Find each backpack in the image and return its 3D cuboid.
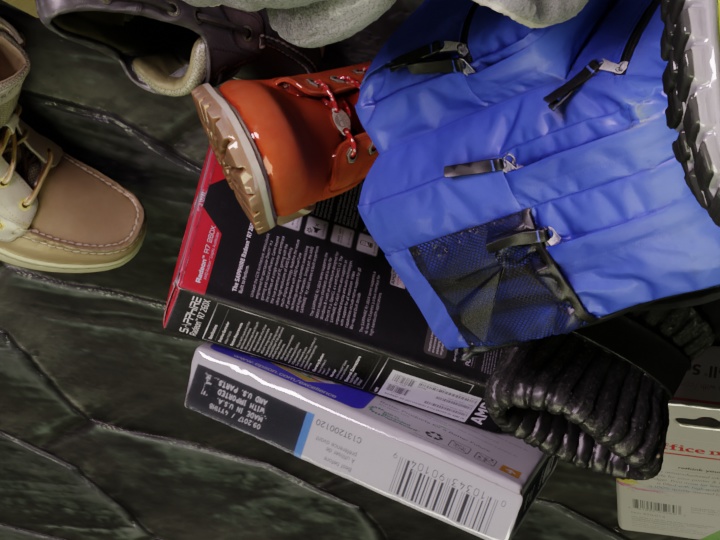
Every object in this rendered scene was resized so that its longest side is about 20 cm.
[{"bbox_3d":[0.110,-0.063,0.928,0.199,0.163,0.168,-11,124,41],"label":"backpack"}]

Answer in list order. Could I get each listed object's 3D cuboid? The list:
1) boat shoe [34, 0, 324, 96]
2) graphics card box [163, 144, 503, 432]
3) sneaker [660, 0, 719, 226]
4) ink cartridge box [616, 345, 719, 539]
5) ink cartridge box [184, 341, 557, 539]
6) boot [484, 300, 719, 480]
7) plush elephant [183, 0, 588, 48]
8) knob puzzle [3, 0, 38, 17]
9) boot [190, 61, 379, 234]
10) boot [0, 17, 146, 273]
[{"bbox_3d":[-0.090,-0.115,0.984,0.071,0.066,0.201,-12,159,33],"label":"boat shoe"},{"bbox_3d":[0.000,0.000,1.130,0.199,0.126,0.051,17,145,-7],"label":"graphics card box"},{"bbox_3d":[0.163,-0.111,0.796,0.090,0.201,0.078,-1,173,2],"label":"sneaker"},{"bbox_3d":[0.220,0.102,1.277,0.116,0.068,0.200,6,152,11],"label":"ink cartridge box"},{"bbox_3d":[0.020,0.076,1.184,0.197,0.044,0.200,22,-163,11],"label":"ink cartridge box"},{"bbox_3d":[0.177,0.041,1.088,0.210,0.159,0.080,15,152,-1],"label":"boot"},{"bbox_3d":[0.014,-0.169,0.805,0.154,0.200,0.166,-14,119,-17],"label":"plush elephant"},{"bbox_3d":[-0.178,-0.207,0.934,0.218,0.031,0.220,10,151,5],"label":"knob puzzle"},{"bbox_3d":[-0.017,-0.072,0.986,0.107,0.075,0.200,-24,-179,8],"label":"boot"},{"bbox_3d":[-0.200,-0.074,1.145,0.199,0.072,0.155,23,151,-12],"label":"boot"}]
